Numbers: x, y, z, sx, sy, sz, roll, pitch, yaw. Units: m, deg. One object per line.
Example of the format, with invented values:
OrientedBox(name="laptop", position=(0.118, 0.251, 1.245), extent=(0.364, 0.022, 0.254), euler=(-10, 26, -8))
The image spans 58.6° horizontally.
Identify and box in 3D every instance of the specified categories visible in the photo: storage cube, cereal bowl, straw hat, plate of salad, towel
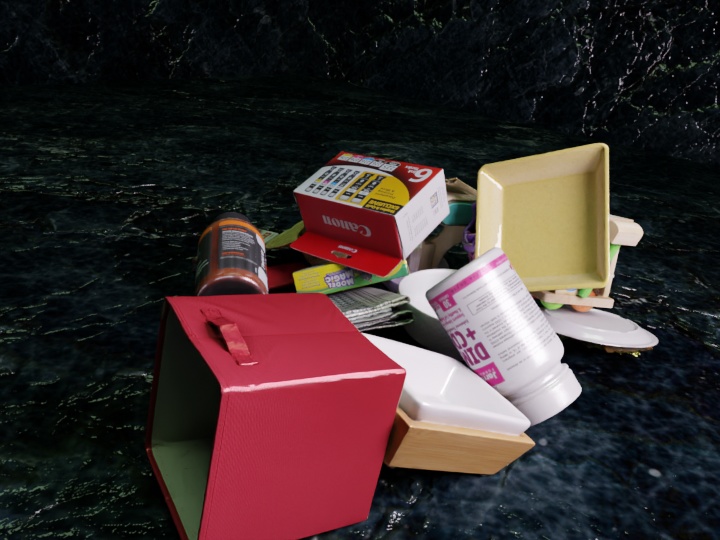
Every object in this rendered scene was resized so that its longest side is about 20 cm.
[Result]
OrientedBox(name="storage cube", position=(-0.090, 0.136, 0.616), extent=(0.179, 0.201, 0.171), euler=(-1, 23, -33))
OrientedBox(name="cereal bowl", position=(0.148, 0.073, 0.955), extent=(0.199, 0.084, 0.200), euler=(6, 24, -3))
OrientedBox(name="straw hat", position=(-0.064, -0.049, 1.147), extent=(0.200, 0.085, 0.201), euler=(-23, 15, 6))
OrientedBox(name="plate of salad", position=(0.354, 0.095, 0.998), extent=(0.199, 0.048, 0.200), euler=(7, 12, -1))
OrientedBox(name="towel", position=(-0.040, 0.057, 0.911), extent=(0.191, 0.035, 0.200), euler=(-9, 10, -17))

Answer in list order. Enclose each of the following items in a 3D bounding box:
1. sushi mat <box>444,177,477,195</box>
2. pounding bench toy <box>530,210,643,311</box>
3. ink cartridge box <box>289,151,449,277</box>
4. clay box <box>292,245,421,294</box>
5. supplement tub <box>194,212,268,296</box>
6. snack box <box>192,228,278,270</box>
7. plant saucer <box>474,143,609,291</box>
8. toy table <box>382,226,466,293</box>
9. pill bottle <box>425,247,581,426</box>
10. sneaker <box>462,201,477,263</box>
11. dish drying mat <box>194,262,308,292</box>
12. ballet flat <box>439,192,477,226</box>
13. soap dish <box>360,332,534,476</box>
OrientedBox(name="sushi mat", position=(0.160, -0.135, 1.150), extent=(0.095, 0.012, 0.200), euler=(-5, -6, 28))
OrientedBox(name="pounding bench toy", position=(0.336, -0.011, 0.989), extent=(0.123, 0.157, 0.200), euler=(6, 11, -14))
OrientedBox(name="ink cartridge box", position=(0.004, -0.092, 0.979), extent=(0.199, 0.084, 0.176), euler=(17, 47, 35))
OrientedBox(name="clay box", position=(0.000, 0.000, 1.012), extent=(0.199, 0.048, 0.115), euler=(-12, 3, 3))
OrientedBox(name="supplement tub", position=(-0.195, -0.009, 0.976), extent=(0.106, 0.107, 0.201), euler=(2, 36, -12))
OrientedBox(name="snack box", position=(-0.223, -0.036, 1.172), extent=(0.071, 0.024, 0.200), euler=(14, 24, 13))
OrientedBox(name="plant saucer", position=(0.264, -0.065, 0.924), extent=(0.199, 0.201, 0.048), euler=(-5, -14, 38))
OrientedBox(name="toy table", position=(0.107, -0.045, 1.173), extent=(0.182, 0.118, 0.200), euler=(6, 23, -3))
OrientedBox(name="pill bottle", position=(0.177, 0.083, 0.792), extent=(0.113, 0.113, 0.201), euler=(-25, 81, -51))
OrientedBox(name="sneaker", position=(0.203, -0.031, 1.059), extent=(0.088, 0.202, 0.080), euler=(4, 11, -31))
OrientedBox(name="dish drying mat", position=(-0.169, 0.019, 1.073), extent=(0.199, 0.018, 0.077), euler=(-14, 32, -38))
OrientedBox(name="ballet flat", position=(0.192, -0.106, 1.107), extent=(0.199, 0.068, 0.067), euler=(8, 22, -39))
OrientedBox(name="soap dish", position=(0.071, 0.148, 0.699), extent=(0.199, 0.082, 0.157), euler=(18, 13, -39))
